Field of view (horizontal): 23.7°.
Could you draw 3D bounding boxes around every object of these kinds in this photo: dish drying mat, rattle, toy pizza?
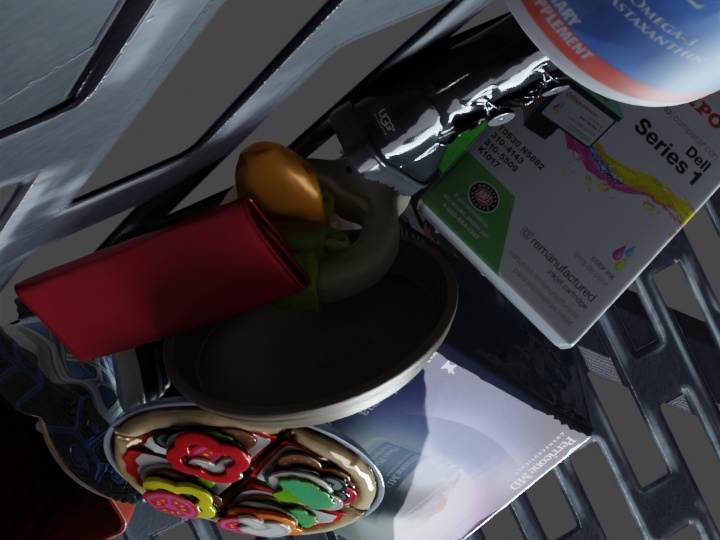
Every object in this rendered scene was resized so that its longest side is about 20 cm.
[{"bbox_3d":[-0.128,0.008,1.095,0.198,0.077,0.018,-18,-144,33],"label":"dish drying mat"},{"bbox_3d":[-0.018,-0.079,1.133,0.129,0.144,0.200,16,-135,40],"label":"rattle"},{"bbox_3d":[-0.082,0.145,1.182,0.197,0.032,0.201,7,149,4],"label":"toy pizza"}]

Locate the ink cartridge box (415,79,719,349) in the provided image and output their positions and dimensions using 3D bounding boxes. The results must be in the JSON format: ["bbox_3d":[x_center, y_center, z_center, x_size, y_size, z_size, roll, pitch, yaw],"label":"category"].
[{"bbox_3d":[0.157,-0.069,1.178,0.200,0.145,0.084,-46,177,-3],"label":"ink cartridge box"}]

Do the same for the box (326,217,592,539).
[{"bbox_3d":[0.033,0.098,1.286,0.200,0.197,0.124,-43,-148,27],"label":"box"}]

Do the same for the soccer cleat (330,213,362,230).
[{"bbox_3d":[0.000,0.000,1.393,0.077,0.202,0.069,18,-179,1],"label":"soccer cleat"}]

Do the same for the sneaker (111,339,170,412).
[{"bbox_3d":[-0.135,0.041,1.299,0.110,0.074,0.200,-7,-158,-7],"label":"sneaker"}]

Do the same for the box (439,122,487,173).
[{"bbox_3d":[0.177,-0.133,1.375,0.199,0.098,0.176,-28,176,29],"label":"box"}]

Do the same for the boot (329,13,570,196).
[{"bbox_3d":[0.092,-0.123,1.058,0.199,0.066,0.165,-31,179,13],"label":"boot"}]

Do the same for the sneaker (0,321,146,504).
[{"bbox_3d":[-0.204,0.098,1.309,0.077,0.200,0.076,-19,141,-40],"label":"sneaker"}]

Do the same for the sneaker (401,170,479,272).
[{"bbox_3d":[0.054,-0.020,1.401,0.201,0.079,0.087,-99,-153,-62],"label":"sneaker"}]

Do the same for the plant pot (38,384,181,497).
[{"bbox_3d":[-0.212,0.102,1.673,0.185,0.188,0.200,-26,-167,1],"label":"plant pot"}]

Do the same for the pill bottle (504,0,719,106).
[{"bbox_3d":[0.125,-0.128,0.452,0.112,0.113,0.200,-25,177,-33],"label":"pill bottle"}]

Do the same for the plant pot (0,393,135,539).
[{"bbox_3d":[-0.334,0.180,1.772,0.198,0.201,0.176,-27,-169,22],"label":"plant pot"}]

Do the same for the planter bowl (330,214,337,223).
[{"bbox_3d":[-0.039,0.000,1.567,0.082,0.203,0.200,11,170,-11],"label":"planter bowl"}]

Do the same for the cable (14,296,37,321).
[{"bbox_3d":[-0.152,0.010,1.241,0.096,0.051,0.199,0,-160,41],"label":"cable"}]

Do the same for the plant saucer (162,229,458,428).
[{"bbox_3d":[-0.031,0.039,1.117,0.197,0.030,0.201,-11,-149,7],"label":"plant saucer"}]
